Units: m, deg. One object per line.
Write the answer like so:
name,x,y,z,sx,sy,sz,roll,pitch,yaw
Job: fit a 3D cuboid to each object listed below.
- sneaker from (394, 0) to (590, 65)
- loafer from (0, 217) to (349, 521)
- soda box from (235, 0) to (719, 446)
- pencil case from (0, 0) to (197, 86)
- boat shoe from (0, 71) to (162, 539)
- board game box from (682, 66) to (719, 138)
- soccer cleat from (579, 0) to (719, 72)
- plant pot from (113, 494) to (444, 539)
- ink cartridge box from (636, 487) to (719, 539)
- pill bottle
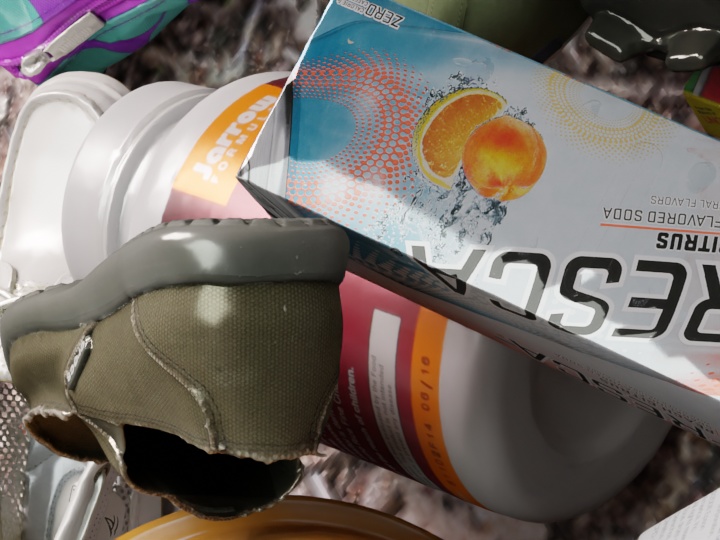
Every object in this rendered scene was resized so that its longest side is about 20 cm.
sneaker,0.054,-0.122,0.823,0.067,0.200,0.090,19,136,11
loafer,-0.056,0.036,0.741,0.200,0.075,0.070,145,123,-70
soda box,0.071,-0.003,0.697,0.199,0.068,0.064,24,81,20
pencil case,-0.057,-0.132,0.939,0.200,0.085,0.093,-26,46,35
boat shoe,-0.106,0.030,0.935,0.071,0.069,0.201,0,92,28
board game box,0.190,-0.050,0.725,0.200,0.030,0.096,28,75,41
soccer cleat,0.149,-0.078,0.708,0.200,0.086,0.070,23,137,35
plant pot,-0.011,0.152,0.722,0.183,0.199,0.201,133,136,-71
ink cartridge box,0.195,0.093,0.614,0.200,0.196,0.043,-35,19,35
pill bottle,0.000,0.000,0.845,0.200,0.113,0.113,18,92,40
